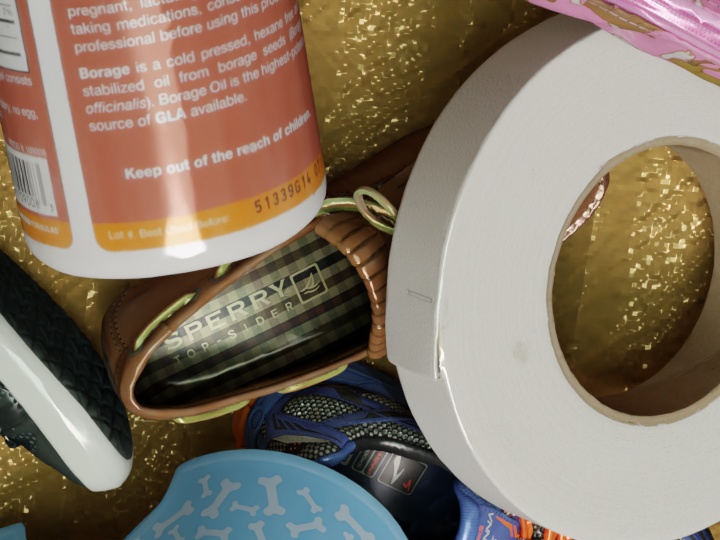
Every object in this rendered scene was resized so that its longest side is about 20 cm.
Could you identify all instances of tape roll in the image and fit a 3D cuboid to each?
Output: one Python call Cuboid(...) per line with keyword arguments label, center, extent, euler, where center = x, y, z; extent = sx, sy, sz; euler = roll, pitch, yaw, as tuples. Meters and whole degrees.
Cuboid(label="tape roll", center=(0.101, 0.002, 1.045), extent=(0.203, 0.037, 0.203), euler=(-8, 105, -31))

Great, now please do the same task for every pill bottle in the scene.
Cuboid(label="pill bottle", center=(-0.079, -0.107, 0.988), extent=(0.112, 0.112, 0.200), euler=(-10, 111, -3))

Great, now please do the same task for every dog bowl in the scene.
Cuboid(label="dog bowl", center=(-0.074, 0.138, 1.069), extent=(0.200, 0.050, 0.112), euler=(-20, 119, 27))

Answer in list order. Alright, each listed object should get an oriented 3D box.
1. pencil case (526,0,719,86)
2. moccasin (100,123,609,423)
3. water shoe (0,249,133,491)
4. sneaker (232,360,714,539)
Cuboid(label="pencil case", center=(0.121, -0.099, 0.969), extent=(0.200, 0.087, 0.083), euler=(25, 82, -21))
Cuboid(label="moccasin", center=(-0.001, -0.002, 1.051), extent=(0.201, 0.078, 0.074), euler=(-20, 108, -5))
Cuboid(label="water shoe", center=(-0.170, 0.018, 1.049), extent=(0.079, 0.072, 0.200), euler=(-43, 99, 12))
Cuboid(label="sneaker", center=(0.046, 0.097, 1.094), extent=(0.200, 0.078, 0.075), euler=(17, 107, -12))
